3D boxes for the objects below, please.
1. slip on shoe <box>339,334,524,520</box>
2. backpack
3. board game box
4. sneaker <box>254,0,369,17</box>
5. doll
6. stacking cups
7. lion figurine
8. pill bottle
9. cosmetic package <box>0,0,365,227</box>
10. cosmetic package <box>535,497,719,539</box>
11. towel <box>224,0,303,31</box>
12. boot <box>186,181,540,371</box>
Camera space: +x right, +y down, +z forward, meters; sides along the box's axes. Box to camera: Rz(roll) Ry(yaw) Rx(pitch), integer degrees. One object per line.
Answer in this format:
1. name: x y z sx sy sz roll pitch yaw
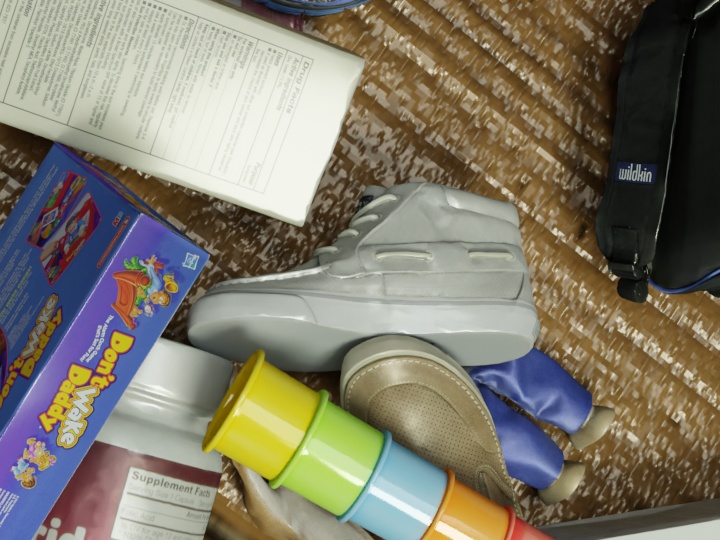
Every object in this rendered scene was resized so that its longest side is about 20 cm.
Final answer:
1. slip on shoe: 0.047 0.124 0.843 0.076 0.061 0.201 -18 122 7
2. backpack: 0.247 -0.089 0.895 0.153 0.199 0.192 3 75 -44
3. board game box: -0.170 0.046 0.766 0.045 0.134 0.201 31 92 -34
4. sneaker: -0.063 -0.195 0.856 0.198 0.078 0.076 8 83 -12
5. doll: 0.050 0.060 0.899 0.199 0.048 0.137 35 74 -8
6. stacking cups: 0.016 0.117 0.789 0.199 0.060 0.061 32 79 -10
7. lion figurine: -0.015 0.160 0.859 0.072 0.123 0.201 -27 76 -23
8. pill bottle: -0.140 0.133 0.813 0.113 0.114 0.201 17 81 -12
9. cosmetic package: -0.110 -0.108 0.844 0.199 0.071 0.106 20 100 -16
10. cosmetic package: 0.201 0.169 0.911 0.198 0.083 0.051 -6 86 -14
11. towel: -0.130 -0.189 0.891 0.198 0.023 0.145 2 84 -13
12. boot: 0.000 0.000 0.850 0.198 0.074 0.096 3 65 -17
